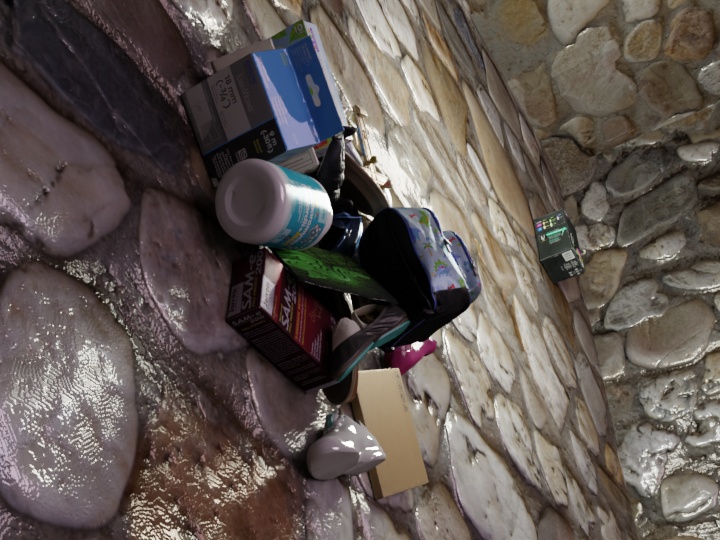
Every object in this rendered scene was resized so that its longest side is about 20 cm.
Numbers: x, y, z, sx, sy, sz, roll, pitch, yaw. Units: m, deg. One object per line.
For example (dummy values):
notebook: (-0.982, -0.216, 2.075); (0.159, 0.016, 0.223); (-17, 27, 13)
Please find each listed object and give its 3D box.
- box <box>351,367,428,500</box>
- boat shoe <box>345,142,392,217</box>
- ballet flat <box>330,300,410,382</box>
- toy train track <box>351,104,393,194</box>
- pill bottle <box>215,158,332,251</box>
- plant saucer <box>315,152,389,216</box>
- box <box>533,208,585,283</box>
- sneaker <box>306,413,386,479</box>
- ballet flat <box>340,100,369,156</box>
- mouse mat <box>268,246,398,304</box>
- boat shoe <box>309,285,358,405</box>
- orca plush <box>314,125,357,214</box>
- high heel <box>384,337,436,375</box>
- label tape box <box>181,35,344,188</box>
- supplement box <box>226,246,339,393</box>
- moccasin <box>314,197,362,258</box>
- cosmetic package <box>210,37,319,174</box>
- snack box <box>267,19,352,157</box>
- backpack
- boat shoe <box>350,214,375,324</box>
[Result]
box: (0.044, 0.263, 1.456); (0.162, 0.021, 0.204); (7, 66, -59)
boat shoe: (-0.008, -0.167, 1.657); (0.201, 0.071, 0.068); (56, 26, -26)
ballet flat: (-0.001, 0.097, 1.293); (0.068, 0.068, 0.199); (46, 35, 9)
toy train track: (0.023, -0.218, 1.643); (0.114, 0.032, 0.204); (12, 61, -55)
pill bottle: (-0.111, -0.087, 1.243); (0.199, 0.109, 0.113); (7, 64, -66)
plant saucer: (-0.032, -0.161, 1.518); (0.199, 0.030, 0.200); (41, -9, 7)
box: (0.710, -0.089, 3.156); (0.149, 0.122, 0.203); (50, 28, -40)
sneaker: (-0.034, 0.245, 1.268); (0.090, 0.074, 0.200); (64, 13, 21)
ballet flat: (-0.039, -0.285, 1.684); (0.066, 0.070, 0.200); (-64, 152, -8)
mouse mat: (-0.048, -0.004, 1.322); (0.197, 0.008, 0.161); (14, 20, -39)
boat shoe: (-0.029, 0.114, 1.366); (0.068, 0.071, 0.204); (33, 42, -53)
orca plush: (-0.040, -0.128, 1.386); (0.070, 0.203, 0.105); (22, 19, -4)
high heel: (0.089, 0.162, 1.646); (0.199, 0.066, 0.098); (30, 73, -62)
label tape box: (-0.140, -0.222, 1.235); (0.063, 0.197, 0.147); (-17, 85, -64)
supplement box: (-0.103, 0.073, 1.247); (0.200, 0.060, 0.110); (47, 31, -40)
moccasin: (-0.040, -0.059, 1.478); (0.069, 0.079, 0.202); (53, 26, -36)
cosmetic package: (-0.144, -0.232, 1.339); (0.087, 0.101, 0.204); (179, -109, -85)
snack box: (-0.109, -0.279, 1.430); (0.053, 0.140, 0.204); (-2, 73, -64)
backpack: (0.090, 0.002, 1.442); (0.145, 0.183, 0.203); (-8, 67, -36)
boat shoe: (0.000, 0.000, 1.544); (0.071, 0.067, 0.204); (7, 63, -32)
